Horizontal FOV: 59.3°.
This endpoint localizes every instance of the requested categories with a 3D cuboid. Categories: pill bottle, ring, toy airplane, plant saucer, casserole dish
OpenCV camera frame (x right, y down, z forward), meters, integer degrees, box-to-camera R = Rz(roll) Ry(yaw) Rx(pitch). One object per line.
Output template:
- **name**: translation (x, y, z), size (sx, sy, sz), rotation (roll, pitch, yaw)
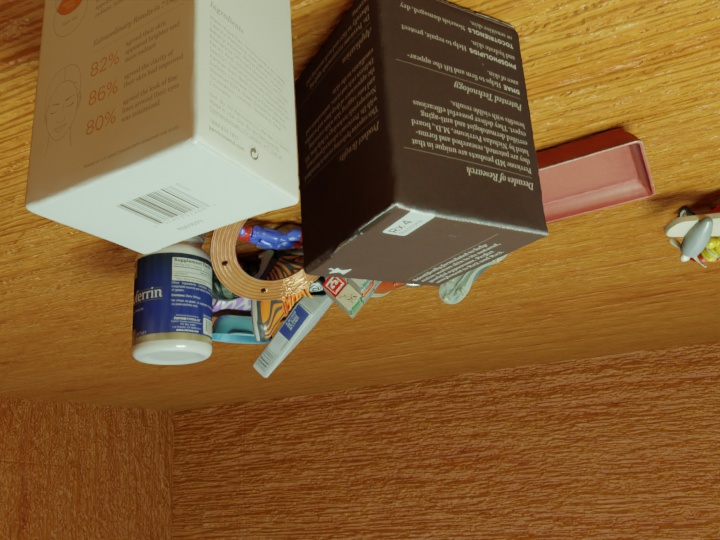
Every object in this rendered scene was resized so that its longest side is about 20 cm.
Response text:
- **pill bottle**: translation (-0.276, 0.028, 0.936), size (0.112, 0.206, 0.116), rotation (-4, 162, -1)
- **ring**: translation (-0.115, -0.044, 0.882), size (0.196, 0.019, 0.204), rotation (-17, 131, -20)
- **toy airplane**: translation (0.584, -0.061, 0.967), size (0.196, 0.145, 0.197), rotation (-16, 159, 33)
- **plant saucer**: translation (0.291, -0.125, 0.871), size (0.196, 0.038, 0.198), rotation (-15, 160, 27)
- **casserole dish**: translation (-0.233, 0.116, 1.229), size (0.118, 0.040, 0.200), rotation (5, 169, -13)

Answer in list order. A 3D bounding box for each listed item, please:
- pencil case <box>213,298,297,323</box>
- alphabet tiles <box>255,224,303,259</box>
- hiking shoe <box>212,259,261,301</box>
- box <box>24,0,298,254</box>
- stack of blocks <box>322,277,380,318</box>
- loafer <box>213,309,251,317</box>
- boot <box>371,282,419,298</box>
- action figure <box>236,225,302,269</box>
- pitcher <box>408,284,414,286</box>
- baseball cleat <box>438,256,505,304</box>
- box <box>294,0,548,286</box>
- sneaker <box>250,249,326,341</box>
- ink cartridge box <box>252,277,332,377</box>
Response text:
- **pencil case**: translation (-0.211, 0.049, 1.214), size (0.197, 0.088, 0.083), rotation (14, 168, -42)
- **alphabet tiles**: translation (-0.076, -0.041, 1.082), size (0.197, 0.015, 0.193), rotation (13, 158, -43)
- **hiking shoe**: translation (-0.183, 0.010, 1.111), size (0.196, 0.078, 0.099), rotation (-2, 174, -42)
- **box**: translation (-0.134, -0.137, 0.443), size (0.149, 0.206, 0.106), rotation (-13, 160, 26)
- **stack of blocks**: translation (0.000, 0.000, 0.948), size (0.058, 0.116, 0.200), rotation (40, 173, 7)
- **loafer**: translation (-0.266, 0.072, 1.328), size (0.194, 0.074, 0.063), rotation (6, 179, -12)
- **boot**: translation (0.073, -0.009, 1.111), size (0.196, 0.077, 0.107), rotation (-12, 167, -36)
- **action figure**: translation (-0.154, -0.028, 0.944), size (0.195, 0.102, 0.065), rotation (17, 155, -22)
- **pitcher**: translation (0.133, -0.086, 0.785), size (0.170, 0.122, 0.201), rotation (-22, 155, -44)
- **baseball cleat**: translation (0.200, -0.032, 1.107), size (0.069, 0.107, 0.201), rotation (34, 124, -10)
- **box**: translation (0.045, -0.110, 0.577), size (0.160, 0.206, 0.165), rotation (5, 161, -30)
- **sneaker**: translation (-0.109, 0.031, 0.995), size (0.108, 0.202, 0.079), rotation (1, 128, 2)
- **ink cartridge box**: translation (-0.103, 0.084, 1.200), size (0.197, 0.043, 0.200), rotation (-53, 178, 35)
